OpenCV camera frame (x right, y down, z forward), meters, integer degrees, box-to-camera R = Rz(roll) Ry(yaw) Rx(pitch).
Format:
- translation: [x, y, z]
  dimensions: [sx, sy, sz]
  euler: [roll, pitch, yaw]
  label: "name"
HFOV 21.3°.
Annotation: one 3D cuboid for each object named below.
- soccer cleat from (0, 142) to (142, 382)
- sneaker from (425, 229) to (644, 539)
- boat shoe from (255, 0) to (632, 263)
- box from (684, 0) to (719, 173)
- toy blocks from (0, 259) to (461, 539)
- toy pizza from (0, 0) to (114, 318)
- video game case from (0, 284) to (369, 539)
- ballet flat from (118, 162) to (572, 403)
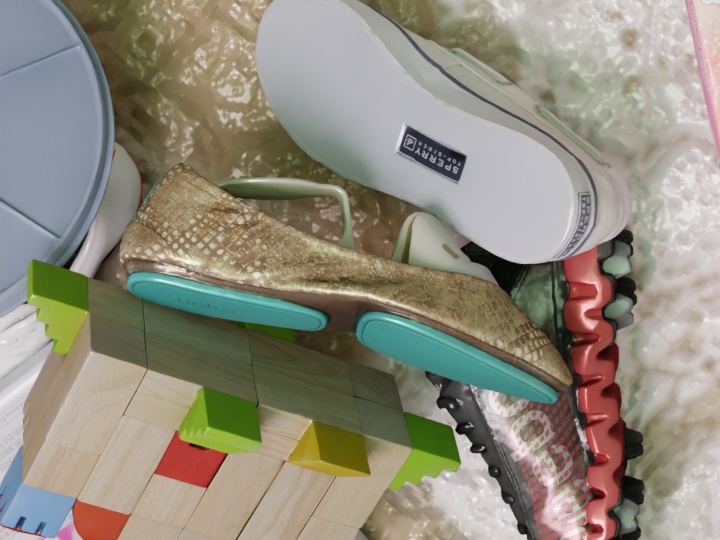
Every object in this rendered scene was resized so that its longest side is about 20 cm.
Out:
- translation: [-0.172, 0.022, 0.902]
  dimensions: [0.068, 0.085, 0.201]
  euler: [37, 102, 2]
  label: "soccer cleat"
- translation: [0.080, 0.072, 0.873]
  dimensions: [0.097, 0.071, 0.203]
  euler: [-3, 96, 10]
  label: "sneaker"
- translation: [0.037, -0.066, 0.856]
  dimensions: [0.199, 0.069, 0.072]
  euler: [32, 113, 33]
  label: "boat shoe"
- translation: [0.206, -0.037, 0.823]
  dimensions: [0.102, 0.095, 0.202]
  euler: [-10, 96, 12]
  label: "box"
- translation: [-0.077, 0.091, 0.842]
  dimensions: [0.198, 0.100, 0.137]
  euler: [19, 121, -23]
  label: "toy blocks"
- translation: [-0.207, -0.056, 0.836]
  dimensions: [0.198, 0.032, 0.202]
  euler: [2, 67, -6]
  label: "toy pizza"
- translation: [-0.125, 0.129, 0.912]
  dimensions: [0.199, 0.024, 0.182]
  euler: [-36, 111, 12]
  label: "video game case"
- translation: [0.000, 0.000, 0.805]
  dimensions: [0.198, 0.071, 0.066]
  euler: [17, 74, -9]
  label: "ballet flat"
